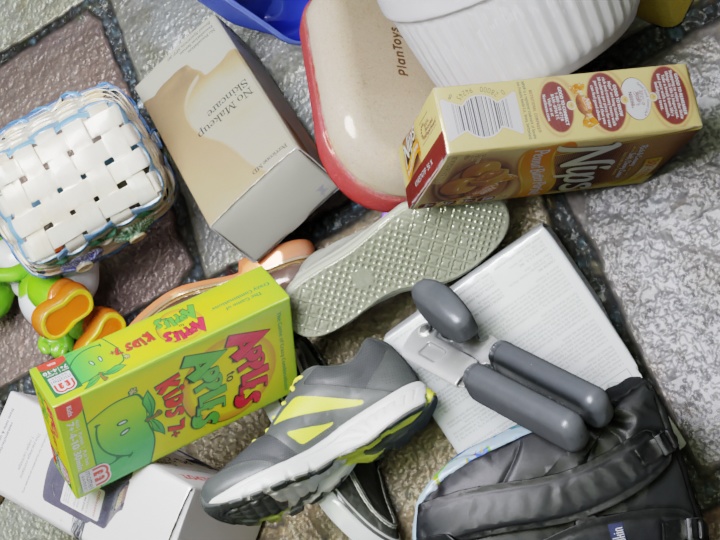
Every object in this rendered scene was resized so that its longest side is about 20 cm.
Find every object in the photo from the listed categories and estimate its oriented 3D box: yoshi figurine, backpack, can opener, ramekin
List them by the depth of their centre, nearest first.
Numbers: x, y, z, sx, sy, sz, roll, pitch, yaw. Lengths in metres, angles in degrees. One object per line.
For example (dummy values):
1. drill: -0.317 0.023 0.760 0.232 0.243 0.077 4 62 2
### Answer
1. can opener: 0.096 0.069 0.998 0.053 0.067 0.199 -40 40 -17
2. backpack: 0.134 0.184 1.006 0.198 0.154 0.165 -21 89 -9
3. ramekin: 0.119 -0.214 1.047 0.198 0.201 0.106 -22 114 19
4. yoshi figurine: -0.307 0.029 1.251 0.199 0.111 0.114 30 120 45

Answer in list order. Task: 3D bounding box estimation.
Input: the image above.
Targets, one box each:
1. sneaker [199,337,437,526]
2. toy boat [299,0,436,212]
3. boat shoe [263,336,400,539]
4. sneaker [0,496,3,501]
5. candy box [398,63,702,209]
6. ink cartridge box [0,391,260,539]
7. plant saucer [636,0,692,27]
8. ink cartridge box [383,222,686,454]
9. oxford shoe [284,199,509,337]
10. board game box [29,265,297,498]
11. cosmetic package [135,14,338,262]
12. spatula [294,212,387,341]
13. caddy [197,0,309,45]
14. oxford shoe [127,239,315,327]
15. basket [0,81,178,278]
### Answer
1. sneaker: -0.040 0.125 1.068 0.198 0.075 0.085 -27 61 -12
2. toy boat: 0.007 -0.132 1.145 0.131 0.129 0.202 124 145 -49
3. boat shoe: -0.019 0.140 1.122 0.064 0.071 0.201 -41 65 13
4. sneaker: -0.408 0.136 1.287 0.067 0.090 0.201 -36 68 13
5. candy box: 0.137 -0.098 1.022 0.197 0.116 0.056 -7 75 -14
6. ink cartridge box: -0.195 0.183 1.151 0.198 0.145 0.085 23 88 26
7. plant saucer: 0.214 -0.328 1.120 0.199 0.048 0.202 30 92 26
8. ink cartridge box: 0.136 0.090 1.088 0.162 0.057 0.201 -35 88 14
9. oxford shoe: 0.025 -0.012 1.105 0.198 0.058 0.076 -28 104 3
10. board game box: -0.146 0.085 1.062 0.198 0.103 0.048 -25 45 -23
11. cosmetic package: -0.108 -0.116 1.180 0.105 0.071 0.201 -41 49 9
12. spatula: 0.000 0.000 1.148 0.199 0.021 0.057 -39 88 -4
13. caddy: -0.076 -0.278 1.165 0.104 0.199 0.143 19 86 40
14. oxford shoe: -0.120 0.045 1.188 0.198 0.071 0.074 -26 76 17
15. basket: -0.248 -0.075 1.185 0.175 0.200 0.140 -29 105 -5
